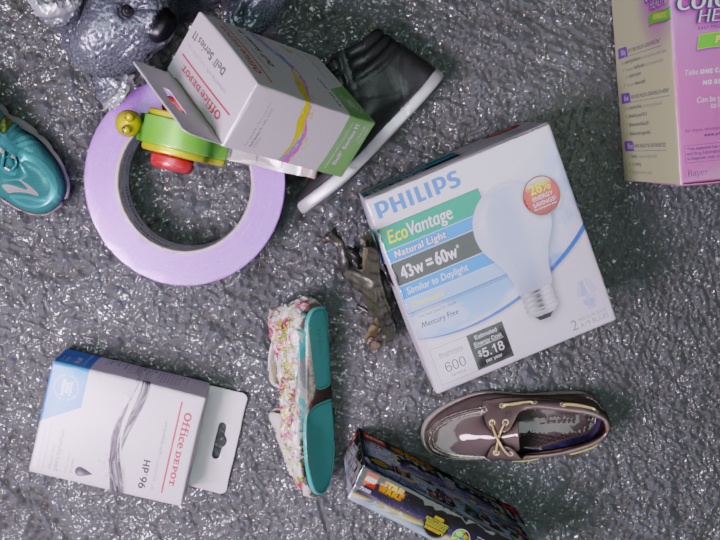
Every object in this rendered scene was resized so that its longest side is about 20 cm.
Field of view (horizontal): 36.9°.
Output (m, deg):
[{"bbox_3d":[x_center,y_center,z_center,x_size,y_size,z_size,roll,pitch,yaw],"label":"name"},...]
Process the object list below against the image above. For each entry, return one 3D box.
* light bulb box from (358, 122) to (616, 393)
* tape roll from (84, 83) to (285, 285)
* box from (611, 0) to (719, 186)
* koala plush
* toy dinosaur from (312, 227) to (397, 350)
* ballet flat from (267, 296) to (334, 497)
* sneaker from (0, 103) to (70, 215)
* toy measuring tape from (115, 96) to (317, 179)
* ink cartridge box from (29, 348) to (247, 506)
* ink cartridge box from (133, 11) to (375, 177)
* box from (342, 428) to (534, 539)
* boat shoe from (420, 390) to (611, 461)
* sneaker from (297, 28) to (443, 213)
[{"bbox_3d":[0.121,-0.018,1.074,0.195,0.125,0.203,-22,98,-1],"label":"light bulb box"},{"bbox_3d":[-0.173,-0.089,1.081,0.196,0.066,0.205,0,96,-4],"label":"tape roll"},{"bbox_3d":[0.318,-0.189,1.041,0.095,0.176,0.204,-6,96,-2],"label":"box"},{"bbox_3d":[-0.203,-0.256,0.991,0.182,0.178,0.201,27,73,30],"label":"koala plush"},{"bbox_3d":[0.000,0.000,1.071,0.047,0.201,0.088,-35,58,-13],"label":"toy dinosaur"},{"bbox_3d":[-0.063,0.128,1.109,0.063,0.075,0.205,1,93,31],"label":"ballet flat"},{"bbox_3d":[-0.371,-0.131,1.058,0.077,0.080,0.200,-44,97,2],"label":"sneaker"},{"bbox_3d":[-0.135,-0.118,1.013,0.196,0.074,0.075,13,95,-4],"label":"toy measuring tape"},{"bbox_3d":[-0.223,0.164,1.102,0.196,0.068,0.118,13,95,-5],"label":"ink cartridge box"},{"bbox_3d":[-0.093,-0.161,0.972,0.068,0.198,0.118,-53,55,22],"label":"ink cartridge box"},{"bbox_3d":[0.078,0.236,1.091,0.197,0.137,0.040,28,94,-6],"label":"box"},{"bbox_3d":[0.162,0.166,1.127,0.196,0.060,0.073,-5,97,-3],"label":"boat shoe"},{"bbox_3d":[-0.016,-0.155,1.083,0.099,0.071,0.200,43,87,-4],"label":"sneaker"}]
